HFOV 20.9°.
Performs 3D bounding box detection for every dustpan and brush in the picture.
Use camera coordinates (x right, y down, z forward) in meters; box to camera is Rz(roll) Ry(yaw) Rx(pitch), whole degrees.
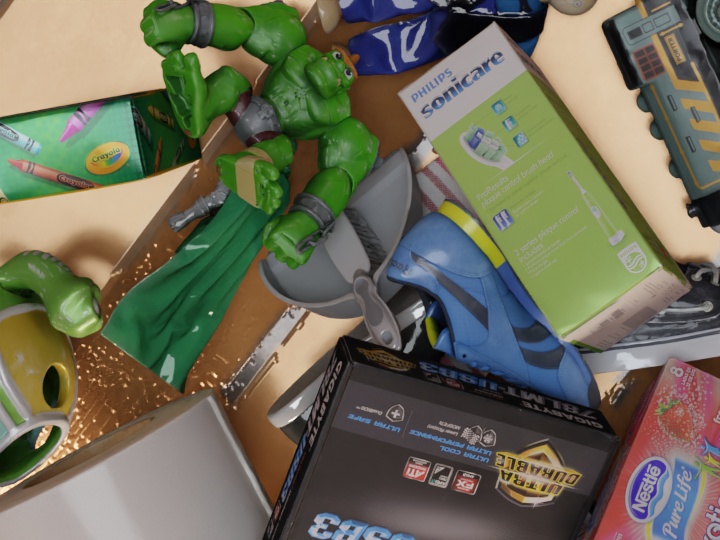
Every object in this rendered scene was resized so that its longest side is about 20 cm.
[{"bbox_3d":[0.000,0.000,1.365,0.139,0.201,0.057,-38,136,9],"label":"dustpan and brush"}]

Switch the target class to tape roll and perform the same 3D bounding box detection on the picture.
[{"bbox_3d":[-0.162,0.191,1.397,0.202,0.203,0.140,-28,93,9],"label":"tape roll"}]

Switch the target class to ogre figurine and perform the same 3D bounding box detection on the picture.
[{"bbox_3d":[-0.062,-0.114,1.371,0.200,0.120,0.098,46,143,17],"label":"ogre figurine"}]

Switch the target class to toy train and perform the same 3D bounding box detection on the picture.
[{"bbox_3d":[0.253,-0.125,1.378,0.113,0.085,0.201,-24,96,21],"label":"toy train"}]

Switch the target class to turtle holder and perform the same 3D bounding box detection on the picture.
[{"bbox_3d":[-0.260,0.072,1.419,0.185,0.141,0.132,-34,66,-5],"label":"turtle holder"}]

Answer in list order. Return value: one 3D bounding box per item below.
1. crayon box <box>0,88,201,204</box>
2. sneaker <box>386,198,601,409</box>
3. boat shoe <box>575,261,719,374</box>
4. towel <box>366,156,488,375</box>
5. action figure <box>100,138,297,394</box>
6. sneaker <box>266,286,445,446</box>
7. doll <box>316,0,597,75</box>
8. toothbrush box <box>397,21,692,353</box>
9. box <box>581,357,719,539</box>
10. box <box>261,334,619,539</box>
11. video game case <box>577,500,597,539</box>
[{"bbox_3d":[-0.189,-0.089,1.366,0.118,0.200,0.059,-9,96,7],"label":"crayon box"},{"bbox_3d":[0.088,0.044,1.332,0.078,0.066,0.200,-46,119,-11],"label":"sneaker"},{"bbox_3d":[0.240,0.026,1.402,0.198,0.072,0.068,-11,95,16],"label":"boat shoe"},{"bbox_3d":[0.091,-0.018,1.419,0.200,0.030,0.147,-43,75,9],"label":"towel"},{"bbox_3d":[-0.107,-0.017,1.425,0.055,0.118,0.201,32,83,31],"label":"action figure"},{"bbox_3d":[0.038,0.075,1.381,0.200,0.071,0.099,-40,100,-7],"label":"sneaker"},{"bbox_3d":[0.074,-0.184,1.402,0.198,0.049,0.138,-12,106,9],"label":"doll"},{"bbox_3d":[0.127,-0.052,1.320,0.086,0.146,0.201,-34,76,11],"label":"toothbrush box"},{"bbox_3d":[0.212,0.178,1.364,0.094,0.103,0.201,24,70,5],"label":"box"},{"bbox_3d":[0.045,0.164,1.303,0.199,0.050,0.200,17,106,-16],"label":"box"},{"bbox_3d":[0.135,0.268,1.395,0.180,0.026,0.200,-34,75,-13],"label":"video game case"}]
